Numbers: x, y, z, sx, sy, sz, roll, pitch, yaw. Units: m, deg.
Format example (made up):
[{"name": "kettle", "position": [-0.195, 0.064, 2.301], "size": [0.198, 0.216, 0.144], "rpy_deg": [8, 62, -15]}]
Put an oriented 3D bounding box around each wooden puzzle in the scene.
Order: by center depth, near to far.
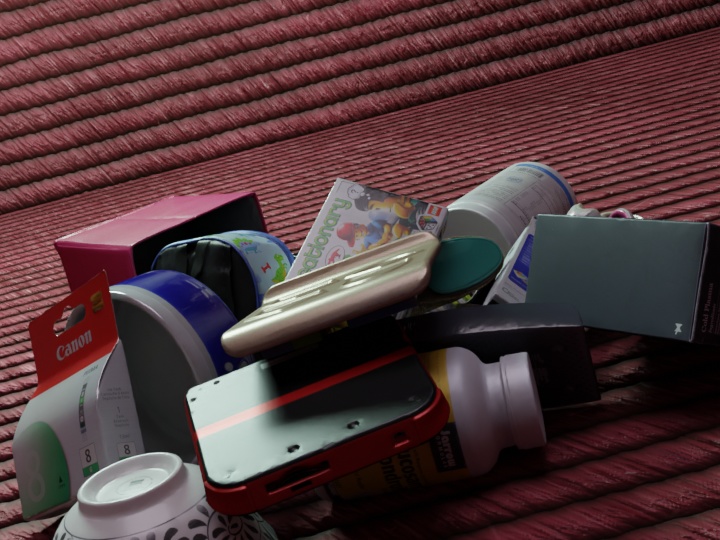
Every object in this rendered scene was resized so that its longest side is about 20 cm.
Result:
[{"name": "wooden puzzle", "position": [-0.015, 0.028, 1.039], "size": [0.185, 0.046, 0.200], "rpy_deg": [-20, 9, 9]}]

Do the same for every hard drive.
[{"name": "hard drive", "position": [0.112, 0.083, 1.074], "size": [0.200, 0.135, 0.042], "rpy_deg": [-7, 50, 16]}]

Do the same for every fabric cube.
[{"name": "fabric cube", "position": [-0.237, 0.022, 1.490], "size": [0.200, 0.197, 0.199], "rpy_deg": [-27, 20, -37]}]

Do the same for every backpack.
[{"name": "backpack", "position": [-0.132, 0.058, 1.254], "size": [0.183, 0.200, 0.147], "rpy_deg": [-4, 7, 36]}]

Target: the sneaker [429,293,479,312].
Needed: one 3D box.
[{"name": "sneaker", "position": [0.036, 0.060, 1.341], "size": [0.200, 0.074, 0.081], "rpy_deg": [-10, 23, 40]}]

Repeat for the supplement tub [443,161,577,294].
[{"name": "supplement tub", "position": [0.182, -0.051, 1.488], "size": [0.132, 0.132, 0.200], "rpy_deg": [-3, 20, 37]}]

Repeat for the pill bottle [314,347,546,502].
[{"name": "pill bottle", "position": [0.053, 0.128, 1.005], "size": [0.200, 0.112, 0.112], "rpy_deg": [-12, 15, 10]}]

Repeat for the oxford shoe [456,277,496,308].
[{"name": "oxford shoe", "position": [0.177, 0.032, 1.303], "size": [0.071, 0.074, 0.200], "rpy_deg": [-2, 20, 41]}]

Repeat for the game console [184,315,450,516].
[{"name": "game console", "position": [-0.040, 0.112, 0.949], "size": [0.200, 0.031, 0.177], "rpy_deg": [-21, 26, -6]}]

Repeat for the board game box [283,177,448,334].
[{"name": "board game box", "position": [0.000, 0.000, 1.189], "size": [0.126, 0.035, 0.200], "rpy_deg": [16, 53, 12]}]

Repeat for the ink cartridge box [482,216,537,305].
[{"name": "ink cartridge box", "position": [0.196, 0.020, 1.257], "size": [0.039, 0.099, 0.200], "rpy_deg": [-55, -2, 33]}]

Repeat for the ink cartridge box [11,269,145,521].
[{"name": "ink cartridge box", "position": [-0.278, 0.120, 1.105], "size": [0.050, 0.200, 0.161], "rpy_deg": [-2, -20, -46]}]

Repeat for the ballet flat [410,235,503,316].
[{"name": "ballet flat", "position": [0.057, 0.019, 1.241], "size": [0.200, 0.071, 0.065], "rpy_deg": [-18, -22, -16]}]

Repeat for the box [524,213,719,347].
[{"name": "box", "position": [0.288, 0.013, 1.084], "size": [0.182, 0.104, 0.200], "rpy_deg": [8, -1, -38]}]

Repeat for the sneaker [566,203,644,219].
[{"name": "sneaker", "position": [0.289, -0.017, 1.250], "size": [0.200, 0.088, 0.081], "rpy_deg": [13, 9, -32]}]

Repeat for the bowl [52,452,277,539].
[{"name": "bowl", "position": [-0.176, 0.211, 0.960], "size": [0.200, 0.094, 0.201], "rpy_deg": [-14, 15, 4]}]

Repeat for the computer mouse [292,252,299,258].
[{"name": "computer mouse", "position": [0.001, -0.004, 1.341], "size": [0.200, 0.046, 0.140], "rpy_deg": [-6, 1, -42]}]

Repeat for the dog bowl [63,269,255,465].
[{"name": "dog bowl", "position": [-0.198, 0.103, 1.157], "size": [0.200, 0.200, 0.079], "rpy_deg": [-2, 16, 38]}]
